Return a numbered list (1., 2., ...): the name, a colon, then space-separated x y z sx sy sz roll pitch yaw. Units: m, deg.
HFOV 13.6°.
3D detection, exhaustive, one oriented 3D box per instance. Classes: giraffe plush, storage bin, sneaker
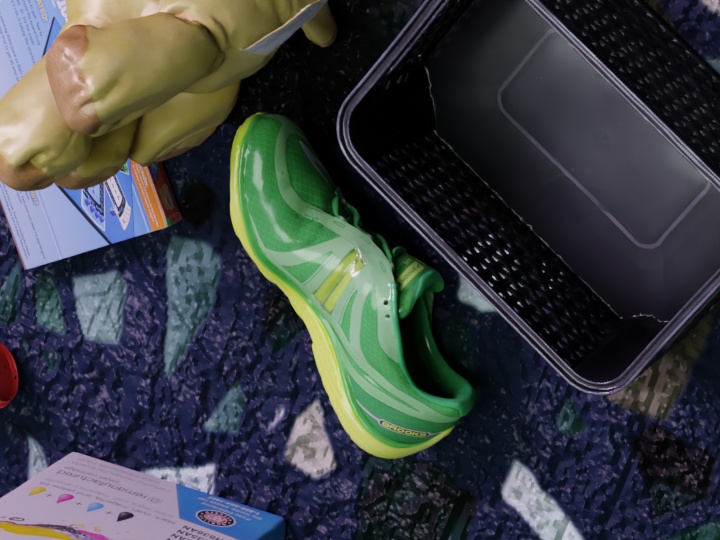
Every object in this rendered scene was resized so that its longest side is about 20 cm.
1. giraffe plush: -0.125 -0.155 1.550 0.199 0.172 0.163 -33 80 24
2. storage bin: 0.105 -0.056 1.491 0.200 0.094 0.135 45 119 7
3. sneaker: 0.000 0.000 1.576 0.083 0.074 0.201 -22 104 33

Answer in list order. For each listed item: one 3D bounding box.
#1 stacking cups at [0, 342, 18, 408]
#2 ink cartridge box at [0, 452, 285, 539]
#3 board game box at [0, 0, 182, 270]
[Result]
1. stacking cups: -0.290 0.084 1.752 0.199 0.060 0.061 -13 99 29
2. ink cartridge box: -0.153 0.212 1.640 0.146 0.200 0.146 16 112 21
3. board game box: -0.176 -0.108 1.660 0.102 0.019 0.201 -15 98 31
